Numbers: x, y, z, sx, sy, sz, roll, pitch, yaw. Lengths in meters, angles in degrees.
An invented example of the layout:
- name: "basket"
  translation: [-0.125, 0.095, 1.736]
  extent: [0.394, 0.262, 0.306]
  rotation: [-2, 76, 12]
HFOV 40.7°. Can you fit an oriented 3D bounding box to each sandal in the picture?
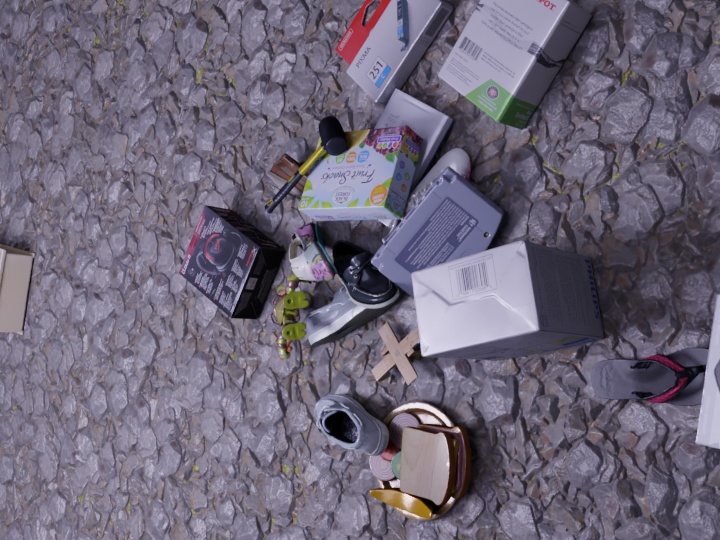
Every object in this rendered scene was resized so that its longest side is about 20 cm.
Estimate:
- name: "sandal"
  translation: [0.400, 0.148, 1.318]
  extent: [0.197, 0.045, 0.077]
  rotation: [-10, 80, 38]

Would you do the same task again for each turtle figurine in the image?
- name: "turtle figurine"
  translation: [-0.122, 0.061, 1.693]
  extent: [0.161, 0.063, 0.204]
  rotation: [-166, 93, -81]

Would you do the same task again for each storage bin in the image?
- name: "storage bin"
  translation: [-0.894, 0.039, 2.357]
  extent: [0.196, 0.093, 0.204]
  rotation: [11, 94, 39]

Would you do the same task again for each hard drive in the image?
- name: "hard drive"
  translation: [0.058, -0.188, 1.619]
  extent: [0.131, 0.025, 0.202]
  rotation: [35, 99, 38]

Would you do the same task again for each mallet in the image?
- name: "mallet"
  translation: [-0.092, -0.164, 1.624]
  extent: [0.201, 0.041, 0.066]
  rotation: [-51, 38, 17]

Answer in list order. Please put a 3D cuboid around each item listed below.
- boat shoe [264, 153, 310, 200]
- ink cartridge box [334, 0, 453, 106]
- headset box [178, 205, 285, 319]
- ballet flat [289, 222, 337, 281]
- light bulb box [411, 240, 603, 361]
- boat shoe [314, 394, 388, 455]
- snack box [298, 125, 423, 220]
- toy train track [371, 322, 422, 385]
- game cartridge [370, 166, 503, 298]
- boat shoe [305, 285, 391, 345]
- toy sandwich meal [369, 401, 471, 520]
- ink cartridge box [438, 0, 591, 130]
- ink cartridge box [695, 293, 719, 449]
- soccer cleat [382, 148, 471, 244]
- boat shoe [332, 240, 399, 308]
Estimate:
- name: "boat shoe"
  translation: [-0.083, -0.152, 1.721]
  extent: [0.198, 0.076, 0.073]
  rotation: [29, 90, 25]
- name: "ink cartridge box"
  translation: [0.042, -0.415, 1.662]
  extent: [0.177, 0.044, 0.201]
  rotation: [49, 115, 30]
- name: "headset box"
  translation: [-0.253, -0.021, 1.849]
  extent: [0.199, 0.074, 0.151]
  rotation: [34, 107, 36]
- name: "ballet flat"
  translation: [-0.087, -0.024, 1.663]
  extent: [0.070, 0.070, 0.201]
  rotation: [-25, 26, 0]
- name: "light bulb box"
  translation: [0.211, 0.050, 1.383]
  extent: [0.196, 0.198, 0.127]
  rotation: [-16, 75, 37]
- name: "boat shoe"
  translation: [-0.032, 0.249, 1.612]
  extent: [0.200, 0.071, 0.071]
  rotation: [19, 89, 56]
- name: "snack box"
  translation: [-0.002, -0.156, 1.594]
  extent: [0.198, 0.053, 0.145]
  rotation: [1, 70, 44]
- name: "toy train track"
  translation: [0.097, 0.110, 1.582]
  extent: [0.200, 0.032, 0.116]
  rotation: [-45, 53, 21]
- name: "game cartridge"
  translation: [0.125, -0.047, 1.519]
  extent: [0.132, 0.041, 0.201]
  rotation: [38, 112, -6]
- name: "boat shoe"
  translation: [-0.025, 0.062, 1.658]
  extent: [0.199, 0.069, 0.073]
  rotation: [-32, 70, 36]
- name: "toy sandwich meal"
  translation: [0.087, 0.306, 1.545]
  extent: [0.202, 0.070, 0.210]
  rotation: [-4, 84, 39]
- name: "ink cartridge box"
  translation: [0.232, -0.341, 1.473]
  extent: [0.145, 0.083, 0.202]
  rotation: [44, 113, 32]
- name: "ink cartridge box"
  translation: [0.525, 0.141, 1.219]
  extent: [0.171, 0.043, 0.204]
  rotation: [10, 93, 40]
- name: "soccer cleat"
  translation: [0.106, -0.106, 1.554]
  extent: [0.070, 0.086, 0.202]
  rotation: [42, 112, 34]
- name: "boat shoe"
  translation: [0.002, -0.001, 1.597]
  extent: [0.200, 0.073, 0.067]
  rotation: [-129, 17, -62]
